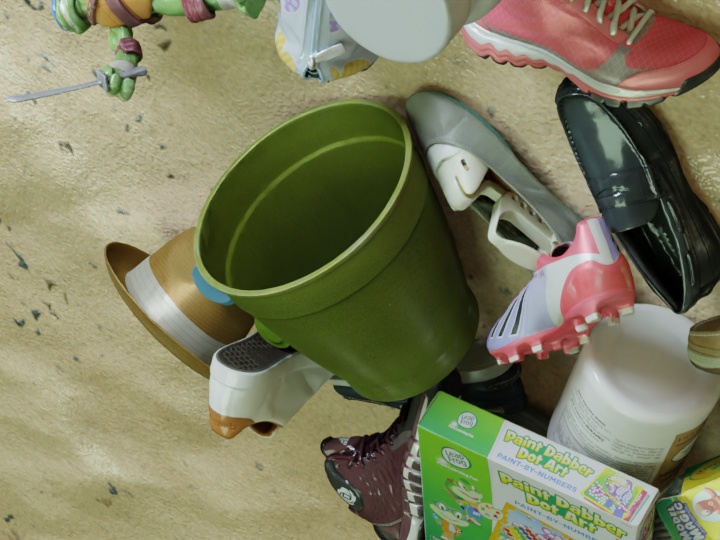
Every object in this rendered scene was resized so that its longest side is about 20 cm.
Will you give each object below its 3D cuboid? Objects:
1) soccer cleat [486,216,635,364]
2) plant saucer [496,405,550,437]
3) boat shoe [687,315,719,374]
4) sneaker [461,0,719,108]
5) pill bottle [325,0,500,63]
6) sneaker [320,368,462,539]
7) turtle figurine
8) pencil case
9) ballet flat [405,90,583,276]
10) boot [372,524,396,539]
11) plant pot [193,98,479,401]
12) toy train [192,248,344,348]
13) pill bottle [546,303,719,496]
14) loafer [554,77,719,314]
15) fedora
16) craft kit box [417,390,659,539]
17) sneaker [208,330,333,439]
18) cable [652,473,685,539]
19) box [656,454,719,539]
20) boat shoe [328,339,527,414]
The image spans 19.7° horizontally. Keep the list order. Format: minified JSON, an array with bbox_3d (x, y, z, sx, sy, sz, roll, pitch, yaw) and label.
[{"bbox_3d":[0.149,0.020,1.574,0.200,0.066,0.077,142,119,-66],"label":"soccer cleat"},{"bbox_3d":[0.127,0.195,1.884,0.199,0.050,0.201,23,141,20],"label":"plant saucer"},{"bbox_3d":[0.327,0.031,1.526,0.199,0.072,0.077,-7,111,36],"label":"boat shoe"},{"bbox_3d":[0.154,-0.176,1.430,0.199,0.074,0.087,18,139,26],"label":"sneaker"},{"bbox_3d":[0.063,-0.230,1.339,0.112,0.200,0.114,23,142,19],"label":"pill bottle"},{"bbox_3d":[0.018,0.149,1.779,0.115,0.076,0.201,21,126,20],"label":"sneaker"},{"bbox_3d":[-0.186,-0.212,1.600,0.193,0.145,0.200,-15,164,28],"label":"turtle figurine"},{"bbox_3d":[-0.022,-0.231,1.506,0.083,0.091,0.201,25,142,17],"label":"pencil case"},{"bbox_3d":[0.105,-0.058,1.610,0.200,0.064,0.067,41,145,-4],"label":"ballet flat"},{"bbox_3d":[0.089,0.269,1.944,0.199,0.070,0.132,30,166,8],"label":"boot"},{"bbox_3d":[0.000,0.000,1.678,0.199,0.201,0.193,1,142,40],"label":"plant pot"},{"bbox_3d":[-0.046,0.024,1.785,0.200,0.116,0.085,43,145,-7],"label":"toy train"},{"bbox_3d":[0.213,0.128,1.679,0.114,0.115,0.201,30,144,11],"label":"pill bottle"},{"bbox_3d":[0.203,-0.057,1.521,0.068,0.071,0.201,-12,122,46],"label":"loafer"},{"bbox_3d":[-0.142,0.020,1.854,0.200,0.201,0.082,43,100,-9],"label":"fedora"},{"bbox_3d":[0.144,0.206,1.698,0.199,0.049,0.198,23,144,21],"label":"craft kit box"},{"bbox_3d":[-0.071,0.095,1.815,0.072,0.199,0.085,25,114,29],"label":"sneaker"},{"bbox_3d":[0.314,0.267,1.757,0.199,0.070,0.200,25,144,-7],"label":"cable"},{"bbox_3d":[0.340,0.185,1.609,0.199,0.048,0.118,-25,104,21],"label":"box"},{"bbox_3d":[0.059,0.102,1.823,0.199,0.075,0.062,-8,114,34],"label":"boat shoe"}]
